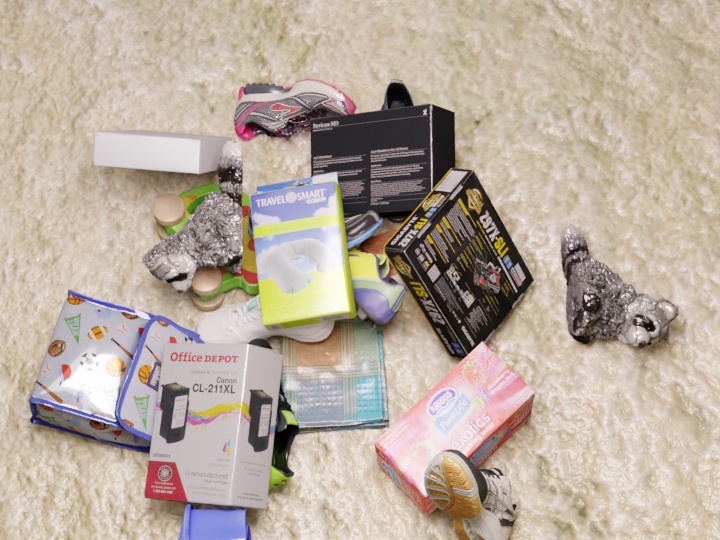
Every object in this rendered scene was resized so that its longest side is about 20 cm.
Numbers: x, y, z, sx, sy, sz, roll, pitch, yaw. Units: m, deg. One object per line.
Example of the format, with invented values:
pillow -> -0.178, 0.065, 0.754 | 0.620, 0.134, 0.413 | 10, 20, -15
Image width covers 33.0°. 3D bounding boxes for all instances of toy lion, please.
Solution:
toy lion -> -0.175, -0.045, 1.735 | 0.190, 0.069, 0.201 | -25, 65, -16

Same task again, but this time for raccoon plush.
raccoon plush -> -0.227, -0.072, 1.640 | 0.132, 0.097, 0.203 | 1, 78, -10
raccoon plush -> 0.351, 0.018, 1.644 | 0.132, 0.097, 0.203 | 2, 63, -4

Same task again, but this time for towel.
towel -> -0.039, 0.122, 1.664 | 0.144, 0.022, 0.203 | -4, 64, 1

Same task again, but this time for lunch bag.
lunch bag -> -0.322, 0.140, 1.623 | 0.197, 0.124, 0.172 | 18, 66, -5

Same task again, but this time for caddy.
caddy -> -0.184, 0.385, 1.484 | 0.103, 0.142, 0.203 | -4, 64, -4

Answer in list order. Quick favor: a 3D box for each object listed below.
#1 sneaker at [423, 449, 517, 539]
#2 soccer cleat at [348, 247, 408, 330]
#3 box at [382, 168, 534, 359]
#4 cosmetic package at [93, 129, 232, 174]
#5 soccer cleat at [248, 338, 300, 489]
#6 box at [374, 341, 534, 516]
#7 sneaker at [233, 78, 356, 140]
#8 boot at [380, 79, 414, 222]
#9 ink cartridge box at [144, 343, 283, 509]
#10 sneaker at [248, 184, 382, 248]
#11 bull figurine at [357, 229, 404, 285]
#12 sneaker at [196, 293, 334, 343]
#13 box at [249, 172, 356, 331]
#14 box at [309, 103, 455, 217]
sneaker -> 0.140, 0.268, 1.496 | 0.075, 0.201, 0.088 | 13, 55, 35
soccer cleat -> 0.001, 0.001, 1.658 | 0.084, 0.065, 0.200 | -45, 43, 4
box -> 0.134, -0.007, 1.615 | 0.049, 0.201, 0.160 | 6, 48, 49
cosmetic package -> -0.275, -0.170, 1.724 | 0.148, 0.200, 0.052 | 3, 98, 7
soccer cleat -> -0.116, 0.185, 1.599 | 0.080, 0.067, 0.203 | -20, 66, 39
box -> 0.122, 0.204, 1.572 | 0.199, 0.095, 0.103 | -40, 68, -14
sneaker -> -0.096, -0.230, 1.795 | 0.198, 0.081, 0.076 | -1, 67, 29
boot -> 0.049, -0.176, 1.756 | 0.074, 0.097, 0.203 | -3, 64, 2
ink cartridge box -> -0.188, 0.197, 1.555 | 0.144, 0.083, 0.203 | -2, 76, 32
sneaker -> -0.066, -0.073, 1.655 | 0.197, 0.084, 0.071 | 6, 24, 22
bull figurine -> 0.097, -0.028, 1.696 | 0.197, 0.065, 0.123 | -18, 56, 1
sneaker -> -0.140, 0.060, 1.651 | 0.197, 0.089, 0.076 | -9, 63, 15
box -> -0.077, -0.031, 1.593 | 0.120, 0.048, 0.203 | -9, 75, 6
box -> 0.030, -0.147, 1.689 | 0.198, 0.079, 0.143 | -2, 89, 32
